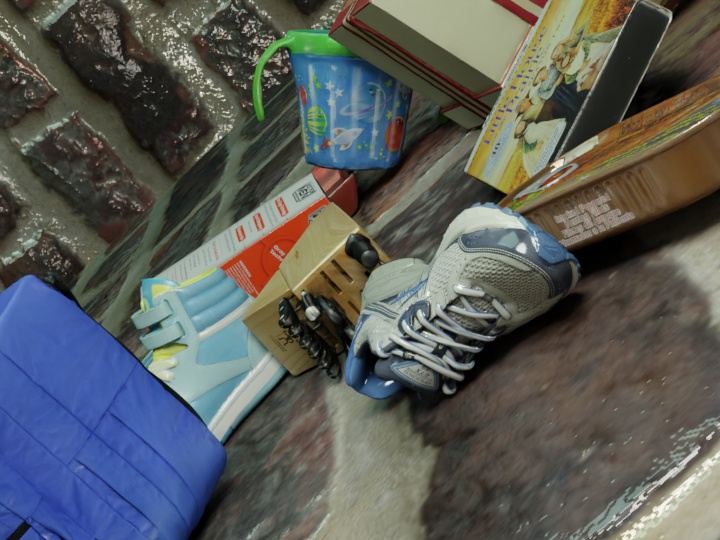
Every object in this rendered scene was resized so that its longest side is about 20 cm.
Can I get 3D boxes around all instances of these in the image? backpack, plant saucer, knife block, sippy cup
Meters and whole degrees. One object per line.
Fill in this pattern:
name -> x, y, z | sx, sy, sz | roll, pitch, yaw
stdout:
backpack -> -0.206, 0.136, 0.889 | 0.162, 0.200, 0.169 | -26, 31, 47
plant saucer -> -0.077, -0.036, 1.391 | 0.199, 0.037, 0.200 | -43, 12, 4
knife block -> 0.000, 0.000, 0.987 | 0.175, 0.064, 0.200 | -30, 18, 44
sippy cup -> -0.006, -0.167, 1.308 | 0.176, 0.132, 0.139 | 7, 12, 22

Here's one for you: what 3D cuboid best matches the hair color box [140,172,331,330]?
hair color box -> -0.106, -0.003, 1.235 | 0.199, 0.061, 0.102 | -34, 19, 2

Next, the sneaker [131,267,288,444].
sneaker -> -0.152, 0.082, 1.035 | 0.200, 0.131, 0.079 | -49, 15, -19

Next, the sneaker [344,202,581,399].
sneaker -> 0.051, 0.031, 0.750 | 0.086, 0.077, 0.200 | -62, 13, -27

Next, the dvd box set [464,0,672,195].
dvd box set -> 0.135, -0.116, 0.913 | 0.147, 0.029, 0.200 | -63, 12, 7

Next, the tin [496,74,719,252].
tin -> 0.151, -0.056, 0.723 | 0.112, 0.042, 0.199 | -33, 5, -35

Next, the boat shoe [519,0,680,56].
boat shoe -> 0.203, -0.200, 1.019 | 0.200, 0.072, 0.067 | -47, -23, 23

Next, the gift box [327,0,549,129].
gift box -> 0.109, -0.244, 1.136 | 0.201, 0.186, 0.184 | -60, 12, -3

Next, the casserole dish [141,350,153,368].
casserole dish -> -0.201, 0.118, 1.278 | 0.121, 0.039, 0.200 | -30, 19, 46
